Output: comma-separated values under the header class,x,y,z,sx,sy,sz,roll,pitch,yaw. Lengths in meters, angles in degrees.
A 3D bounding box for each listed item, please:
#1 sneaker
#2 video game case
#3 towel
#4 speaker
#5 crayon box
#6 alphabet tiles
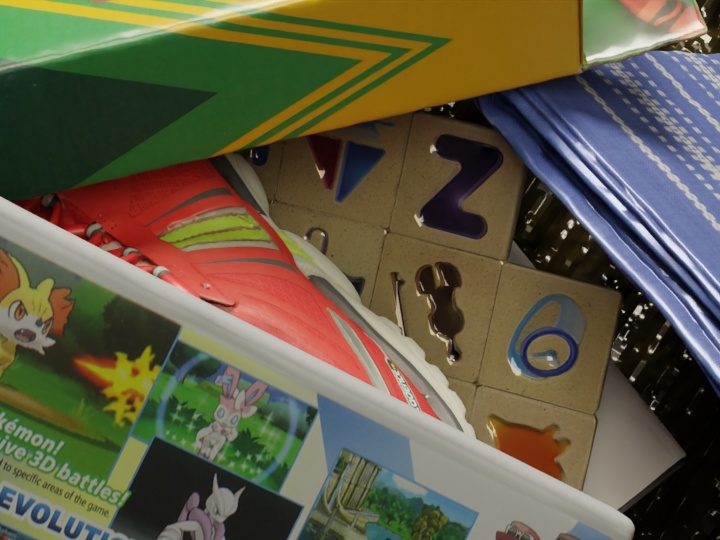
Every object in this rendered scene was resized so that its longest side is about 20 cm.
class,x,y,z,sx,sy,sz,roll,pitch,yaw
sneaker,-0.053,0.005,0.702,0.200,0.085,0.077,38,104,11
video game case,-0.055,0.099,0.623,0.199,0.022,0.183,28,87,-25
towel,0.128,-0.009,0.745,0.199,0.024,0.145,-2,44,-48
speaker,0.000,0.000,0.778,0.081,0.081,0.200,-37,82,-14
crayon box,-0.023,-0.097,0.706,0.199,0.051,0.127,-13,52,-4
alphabet tiles,-0.021,0.050,0.744,0.166,0.006,0.201,14,98,16
